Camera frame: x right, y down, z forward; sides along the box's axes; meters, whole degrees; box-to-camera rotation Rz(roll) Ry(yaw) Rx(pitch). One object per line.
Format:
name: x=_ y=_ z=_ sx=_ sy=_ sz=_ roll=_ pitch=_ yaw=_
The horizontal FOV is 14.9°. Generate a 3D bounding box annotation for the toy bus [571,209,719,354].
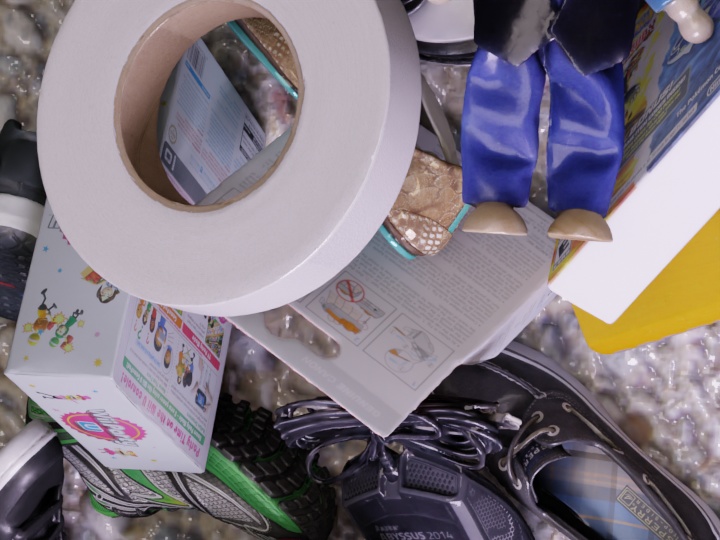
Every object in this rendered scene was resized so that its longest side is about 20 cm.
toy bus: x=0.194 y=-0.013 z=1.390 sx=0.200 sy=0.078 sz=0.065 roll=-22 pitch=87 yaw=54

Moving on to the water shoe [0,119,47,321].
water shoe: x=-0.180 y=-0.023 z=1.511 sx=0.071 sy=0.200 sz=0.079 roll=16 pitch=74 yaw=-7

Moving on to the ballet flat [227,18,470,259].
ballet flat: x=-0.003 y=-0.094 z=1.435 sx=0.065 sy=0.071 sz=0.200 roll=-41 pitch=69 yaw=9

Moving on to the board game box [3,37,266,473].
board game box: x=-0.113 y=-0.011 z=1.455 sx=0.064 sy=0.148 sz=0.200 roll=3 pitch=68 yaw=18

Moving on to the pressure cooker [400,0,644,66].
pressure cooker: x=0.063 y=-0.186 z=1.394 sx=0.176 sy=0.200 sz=0.179 roll=-11 pitch=90 yaw=19

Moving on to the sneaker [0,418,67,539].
sneaker: x=-0.176 y=0.172 z=1.544 sx=0.112 sy=0.073 sz=0.200 roll=39 pitch=137 yaw=8

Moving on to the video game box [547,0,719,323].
video game box: x=0.170 y=-0.099 z=1.342 sx=0.047 sy=0.182 sz=0.200 roll=30 pitch=131 yaw=-10

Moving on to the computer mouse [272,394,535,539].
computer mouse: x=0.051 y=0.132 z=1.466 sx=0.138 sy=0.053 sz=0.200 roll=-1 pitch=129 yaw=34

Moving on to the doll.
doll: x=0.096 y=-0.115 z=1.278 sx=0.136 sy=0.048 sz=0.200 roll=4 pitch=91 yaw=4

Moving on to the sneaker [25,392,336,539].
sneaker: x=-0.101 y=0.108 z=1.544 sx=0.200 sy=0.078 sz=0.085 roll=27 pitch=109 yaw=24

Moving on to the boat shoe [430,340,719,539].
boat shoe: x=0.107 y=0.106 z=1.471 sx=0.200 sy=0.066 sz=0.070 roll=42 pitch=105 yaw=11

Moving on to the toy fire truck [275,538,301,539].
toy fire truck: x=-0.020 y=0.246 z=1.442 sx=0.168 sy=0.112 sz=0.200 roll=45 pitch=79 yaw=-14

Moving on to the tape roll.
tape roll: x=-0.066 y=-0.079 z=1.334 sx=0.203 sy=0.037 sz=0.203 roll=-6 pitch=78 yaw=28

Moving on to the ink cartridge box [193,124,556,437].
ink cartridge box: x=0.000 y=0.000 z=1.434 sx=0.160 sy=0.200 sz=0.047 roll=36 pitch=136 yaw=12
